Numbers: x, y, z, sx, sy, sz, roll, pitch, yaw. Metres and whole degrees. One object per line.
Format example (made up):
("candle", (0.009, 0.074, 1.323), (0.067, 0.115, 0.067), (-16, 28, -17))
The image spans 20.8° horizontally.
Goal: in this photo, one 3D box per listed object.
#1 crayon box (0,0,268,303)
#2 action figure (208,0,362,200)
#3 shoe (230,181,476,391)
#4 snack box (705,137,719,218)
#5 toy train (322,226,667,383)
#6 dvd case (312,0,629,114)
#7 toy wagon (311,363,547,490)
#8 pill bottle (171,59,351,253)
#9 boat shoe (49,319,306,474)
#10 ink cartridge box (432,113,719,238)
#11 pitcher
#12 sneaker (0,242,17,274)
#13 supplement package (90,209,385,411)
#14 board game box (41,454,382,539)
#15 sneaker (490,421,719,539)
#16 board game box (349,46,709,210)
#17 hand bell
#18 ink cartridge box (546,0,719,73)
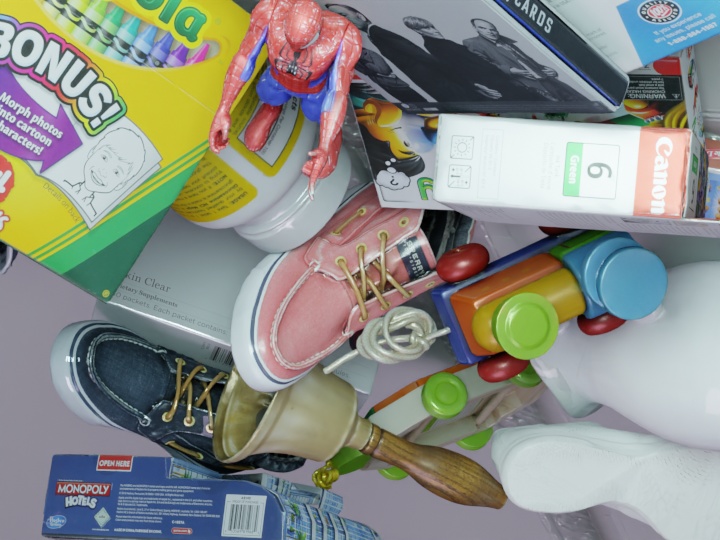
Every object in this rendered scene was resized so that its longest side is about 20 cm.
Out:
("crayon box", (-0.167, -0.106, 1.019), (0.200, 0.173, 0.058), (34, 179, -36))
("action figure", (-0.040, -0.074, 1.006), (0.065, 0.099, 0.200), (20, 163, 2))
("shoe", (0.000, 0.000, 1.227), (0.091, 0.200, 0.072), (-12, 115, 37))
("snack box", (0.135, -0.066, 1.196), (0.199, 0.024, 0.072), (12, 151, 10))
("toy train", (0.080, 0.031, 1.158), (0.116, 0.199, 0.085), (-155, 41, -78))
("dvd case", (0.016, -0.132, 0.947), (0.150, 0.025, 0.200), (5, 158, 46))
("toy wagon", (0.051, 0.109, 1.439), (0.199, 0.040, 0.155), (-19, 162, -21))
("pill bottle", (-0.099, -0.097, 1.173), (0.112, 0.113, 0.200), (-10, 143, 41))
("boat shoe", (-0.118, 0.085, 1.339), (0.091, 0.071, 0.200), (-4, 155, 35))
("ink cartridge box", (0.146, -0.048, 1.049), (0.199, 0.051, 0.109), (4, 177, 15))
("pitcher", (0.190, 0.043, 1.273), (0.199, 0.122, 0.171), (2, 156, 48))
("sneaker", (-0.265, -0.038, 1.382), (0.070, 0.109, 0.200), (21, 153, -8))
("supplement package", (-0.088, 0.034, 1.417), (0.199, 0.111, 0.156), (19, 154, -6))
("board game box", (-0.087, 0.181, 1.404), (0.199, 0.062, 0.200), (-1, 164, 28))
("sneaker", (0.186, 0.136, 1.360), (0.199, 0.076, 0.089), (13, -168, -12))
("board game box", (0.096, -0.087, 1.132), (0.199, 0.035, 0.127), (3, 138, 20))
("hand bell", (0.013, 0.114, 1.304), (0.199, 0.105, 0.104), (24, 152, -20))
("ink cartridge box", (0.078, -0.181, 0.941), (0.199, 0.084, 0.145), (30, 153, -27))
